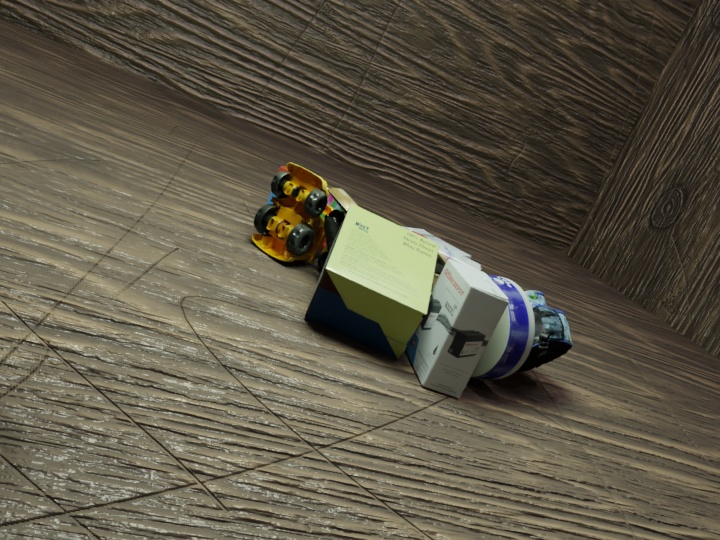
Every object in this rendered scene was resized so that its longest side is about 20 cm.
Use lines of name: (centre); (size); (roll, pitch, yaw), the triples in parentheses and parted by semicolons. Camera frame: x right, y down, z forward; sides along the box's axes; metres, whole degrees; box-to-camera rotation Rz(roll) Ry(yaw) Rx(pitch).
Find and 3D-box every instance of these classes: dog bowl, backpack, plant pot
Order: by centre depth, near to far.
dog bowl: (0.238, 0.110, 1.240); (0.078, 0.203, 0.200); (8, 22, -39)
backpack: (0.348, 0.130, 1.350); (0.198, 0.181, 0.150); (15, 56, -46)
plant pot: (0.002, -0.104, 1.356); (0.201, 0.027, 0.200); (49, 1, -1)

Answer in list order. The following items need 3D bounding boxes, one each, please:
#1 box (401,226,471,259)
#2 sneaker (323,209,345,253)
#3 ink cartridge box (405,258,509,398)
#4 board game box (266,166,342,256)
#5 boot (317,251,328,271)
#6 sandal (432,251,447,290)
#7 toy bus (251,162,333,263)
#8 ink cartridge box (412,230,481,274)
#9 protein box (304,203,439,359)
box: (0.188, -0.067, 1.765); (0.154, 0.042, 0.199); (3, 21, -44)
sneaker: (-0.047, -0.088, 1.395); (0.074, 0.093, 0.200); (-16, 5, -4)
ink cartridge box: (0.170, 0.102, 1.154); (0.082, 0.203, 0.145); (20, 16, -16)
board game box: (-0.140, -0.146, 1.578); (0.198, 0.155, 0.040); (29, 16, 19)
boot: (0.001, -0.001, 1.398); (0.194, 0.075, 0.163); (-3, 16, -14)
sandal: (0.201, 0.032, 1.476); (0.212, 0.069, 0.078); (49, 2, -5)
toy bus: (-0.124, -0.119, 1.449); (0.135, 0.203, 0.191); (30, 8, 29)
ink cartridge box: (0.180, 0.014, 1.565); (0.197, 0.150, 0.086); (26, 15, 8)
protein box: (0.025, 0.018, 1.196); (0.196, 0.136, 0.202); (24, 41, -5)
